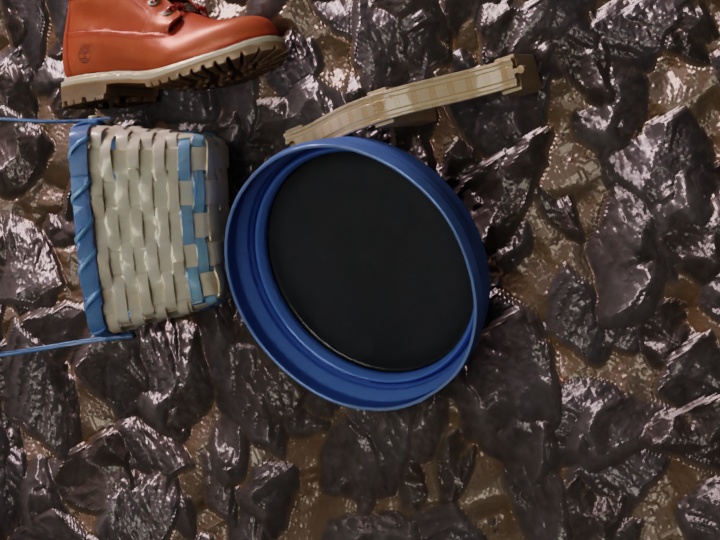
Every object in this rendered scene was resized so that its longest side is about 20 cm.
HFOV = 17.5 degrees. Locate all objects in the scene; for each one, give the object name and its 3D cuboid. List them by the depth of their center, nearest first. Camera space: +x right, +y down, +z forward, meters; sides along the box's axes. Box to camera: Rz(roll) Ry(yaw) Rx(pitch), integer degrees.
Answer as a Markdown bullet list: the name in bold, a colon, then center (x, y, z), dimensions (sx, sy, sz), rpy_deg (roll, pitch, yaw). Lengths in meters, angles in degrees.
- **toy bridge**: center (0.029, -0.113, 1.626), dimensions (0.200, 0.067, 0.027), rpy_deg (-16, 85, 32)
- **bowl**: center (0.000, 0.000, 1.635), dimensions (0.201, 0.039, 0.201), rpy_deg (13, 119, 26)
- **basket**: center (-0.194, -0.027, 1.715), dimensions (0.200, 0.139, 0.176), rpy_deg (-2, 92, 1)
- **boot**: center (-0.142, -0.181, 1.727), dimensions (0.200, 0.075, 0.107), rpy_deg (-5, 86, 33)
